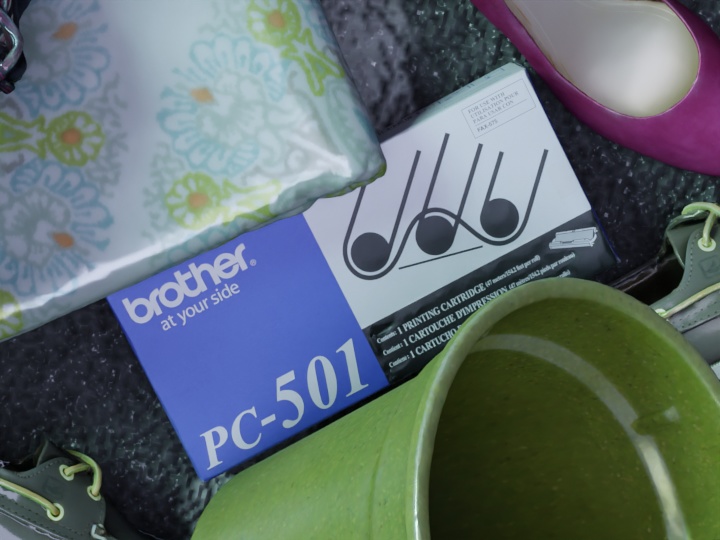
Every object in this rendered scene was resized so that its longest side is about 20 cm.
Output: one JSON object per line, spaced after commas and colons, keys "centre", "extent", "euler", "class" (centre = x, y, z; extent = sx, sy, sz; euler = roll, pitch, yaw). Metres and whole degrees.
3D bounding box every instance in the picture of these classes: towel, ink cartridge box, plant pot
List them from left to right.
{"centre": [-0.111, -0.078, 1.001], "extent": [0.199, 0.048, 0.172], "euler": [-24, 87, 3], "class": "towel"}
{"centre": [0.000, 0.000, 1.041], "extent": [0.199, 0.044, 0.094], "euler": [-27, 99, 0], "class": "ink cartridge box"}
{"centre": [0.034, 0.123, 0.977], "extent": [0.199, 0.184, 0.202], "euler": [16, 65, -38], "class": "plant pot"}

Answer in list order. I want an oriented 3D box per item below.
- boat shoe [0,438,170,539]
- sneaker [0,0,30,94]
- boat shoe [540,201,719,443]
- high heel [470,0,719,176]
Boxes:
{"centre": [-0.143, 0.099, 1.030], "extent": [0.200, 0.072, 0.061], "euler": [20, 90, -13], "class": "boat shoe"}
{"centre": [-0.162, -0.074, 0.905], "extent": [0.074, 0.081, 0.201], "euler": [13, 55, 0], "class": "sneaker"}
{"centre": [0.143, 0.009, 1.041], "extent": [0.201, 0.072, 0.060], "euler": [-34, 106, 5], "class": "boat shoe"}
{"centre": [0.098, -0.103, 1.005], "extent": [0.200, 0.096, 0.067], "euler": [44, 93, -10], "class": "high heel"}
